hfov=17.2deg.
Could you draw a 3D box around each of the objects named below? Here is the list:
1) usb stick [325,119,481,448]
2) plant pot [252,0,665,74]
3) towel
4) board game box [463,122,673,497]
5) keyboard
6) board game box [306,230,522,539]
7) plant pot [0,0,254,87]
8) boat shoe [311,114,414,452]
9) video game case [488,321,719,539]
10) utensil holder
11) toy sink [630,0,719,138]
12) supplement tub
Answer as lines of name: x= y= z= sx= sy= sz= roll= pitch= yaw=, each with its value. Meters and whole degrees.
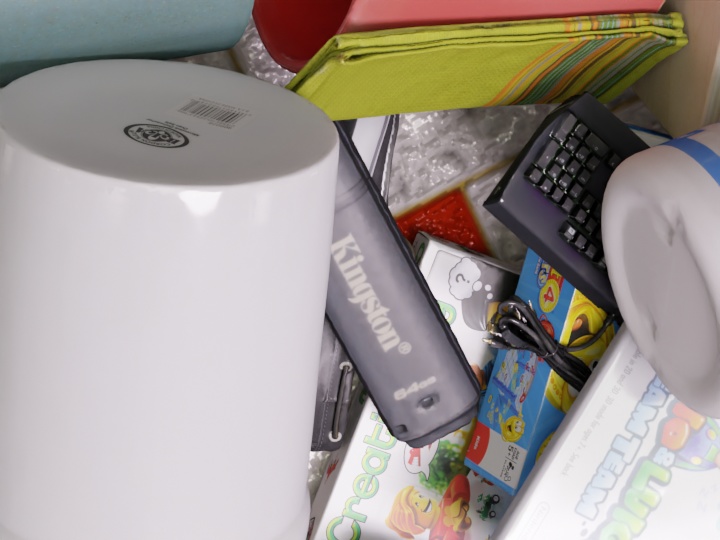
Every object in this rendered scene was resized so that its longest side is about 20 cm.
usb stick: x=0.000 y=0.000 z=1.195 sx=0.055 sy=0.033 sz=0.201 roll=-30 pitch=113 yaw=-4
plant pot: x=0.054 y=-0.187 z=1.170 sx=0.176 sy=0.200 sz=0.202 roll=2 pitch=98 yaw=-22
towel: x=0.057 y=-0.094 z=1.147 sx=0.199 sy=0.086 sz=0.018 roll=-7 pitch=70 yaw=-30
board game box: x=0.175 y=0.034 z=1.258 sx=0.199 sy=0.056 sz=0.197 roll=12 pitch=98 yaw=-28
keyboard: x=0.136 y=0.014 z=1.190 sx=0.200 sy=0.021 sz=0.127 roll=38 pitch=85 yaw=-28
board game box: x=0.054 y=0.094 z=1.283 sx=0.126 sy=0.035 sz=0.201 roll=20 pitch=94 yaw=-13
plant pot: x=-0.159 y=-0.172 z=1.134 sx=0.195 sy=0.200 sz=0.201 roll=-5 pitch=100 yaw=-18
boat shoe: x=-0.007 y=0.003 z=1.244 sx=0.066 sy=0.070 sz=0.201 roll=14 pitch=97 yaw=-19
video game case: x=0.177 y=0.120 z=1.173 sx=0.182 sy=0.024 sz=0.201 roll=33 pitch=85 yaw=-5
utensil holder: x=-0.098 y=0.024 z=1.087 sx=0.169 sy=0.170 sz=0.201 roll=2 pitch=115 yaw=-10
toy sink: x=0.247 y=-0.141 z=1.206 sx=0.199 sy=0.112 sz=0.131 roll=-5 pitch=126 yaw=-21
supplement tub: x=0.226 y=-0.022 z=1.115 sx=0.199 sy=0.132 sz=0.133 roll=-21 pitch=102 yaw=-17
